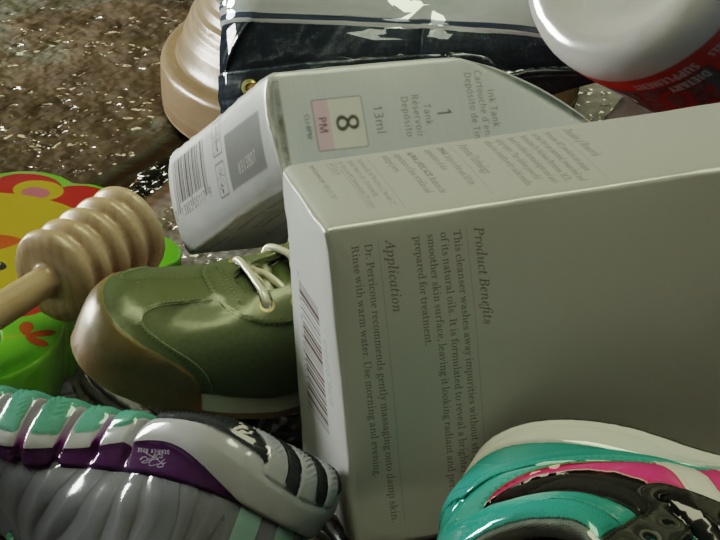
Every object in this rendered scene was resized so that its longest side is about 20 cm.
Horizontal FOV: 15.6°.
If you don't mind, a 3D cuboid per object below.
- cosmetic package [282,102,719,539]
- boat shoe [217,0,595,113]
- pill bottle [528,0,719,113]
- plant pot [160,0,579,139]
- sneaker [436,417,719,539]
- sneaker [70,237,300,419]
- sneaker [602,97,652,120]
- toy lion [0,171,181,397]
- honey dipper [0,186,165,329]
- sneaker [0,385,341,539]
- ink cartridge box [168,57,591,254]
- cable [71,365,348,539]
[{"bbox_3d":[0.082,0.012,0.851,0.200,0.113,0.081,-7,18,-11],"label":"cosmetic package"},{"bbox_3d":[0.034,-0.074,1.135,0.200,0.091,0.071,4,-2,13],"label":"boat shoe"},{"bbox_3d":[0.170,-0.099,1.040,0.200,0.116,0.116,22,6,-41],"label":"pill bottle"},{"bbox_3d":[0.004,-0.127,1.247,0.201,0.093,0.201,-2,26,1],"label":"plant pot"},{"bbox_3d":[0.105,0.090,0.728,0.200,0.084,0.121,0,21,23],"label":"sneaker"},{"bbox_3d":[0.000,0.000,0.927,0.200,0.090,0.067,4,36,-34],"label":"sneaker"},{"bbox_3d":[0.160,-0.094,1.184,0.071,0.073,0.200,15,32,20],"label":"sneaker"},{"bbox_3d":[-0.163,0.012,1.030,0.192,0.069,0.200,-1,26,-12],"label":"toy lion"},{"bbox_3d":[-0.145,0.025,0.927,0.038,0.038,0.200,15,33,32],"label":"honey dipper"},{"bbox_3d":[-0.092,0.089,0.857,0.074,0.088,0.200,27,-16,-34],"label":"sneaker"},{"bbox_3d":[0.039,-0.048,1.031,0.200,0.057,0.163,-10,-6,-18],"label":"ink cartridge box"},{"bbox_3d":[-0.052,0.055,0.929,0.097,0.050,0.200,2,25,-8],"label":"cable"}]
